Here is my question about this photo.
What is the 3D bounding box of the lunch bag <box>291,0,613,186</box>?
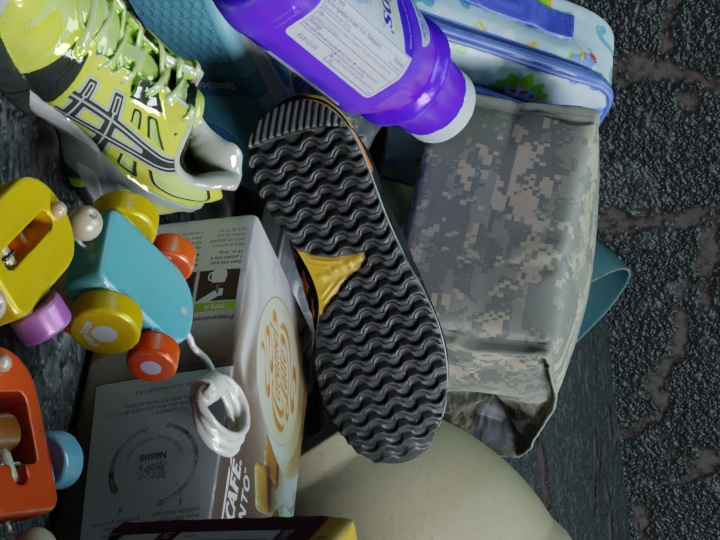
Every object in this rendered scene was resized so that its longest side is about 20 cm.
[{"bbox_3d":[0.054,-0.122,1.051,0.161,0.199,0.083,126,-24,-51],"label":"lunch bag"}]

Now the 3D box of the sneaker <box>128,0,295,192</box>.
[{"bbox_3d":[-0.055,-0.147,0.921,0.131,0.079,0.200,-61,149,-33],"label":"sneaker"}]

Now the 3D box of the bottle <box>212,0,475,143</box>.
[{"bbox_3d":[-0.004,-0.126,0.862,0.200,0.065,0.084,33,33,-52],"label":"bottle"}]

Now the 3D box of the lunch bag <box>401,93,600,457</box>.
[{"bbox_3d":[0.084,0.010,1.003,0.200,0.117,0.165,73,29,-64],"label":"lunch bag"}]

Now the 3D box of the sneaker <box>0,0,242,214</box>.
[{"bbox_3d":[-0.113,-0.095,0.745,0.200,0.076,0.076,59,32,-57],"label":"sneaker"}]

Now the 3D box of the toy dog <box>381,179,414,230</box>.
[{"bbox_3d":[0.052,0.047,1.159,0.195,0.139,0.200,80,27,-43],"label":"toy dog"}]

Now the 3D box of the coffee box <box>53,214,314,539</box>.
[{"bbox_3d":[-0.082,0.088,0.803,0.115,0.079,0.201,67,23,-49],"label":"coffee box"}]

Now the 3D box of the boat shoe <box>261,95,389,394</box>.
[{"bbox_3d":[-0.023,-0.004,1.009,0.070,0.071,0.202,-15,116,-67],"label":"boat shoe"}]

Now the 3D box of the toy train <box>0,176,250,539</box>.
[{"bbox_3d":[-0.125,0.038,0.663,0.200,0.055,0.151,-5,78,-65],"label":"toy train"}]

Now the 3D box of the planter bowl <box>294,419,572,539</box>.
[{"bbox_3d":[0.005,0.155,0.958,0.135,0.200,0.200,58,15,2],"label":"planter bowl"}]

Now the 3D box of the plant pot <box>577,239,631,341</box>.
[{"bbox_3d":[0.117,0.016,1.431,0.135,0.200,0.200,51,6,17],"label":"plant pot"}]

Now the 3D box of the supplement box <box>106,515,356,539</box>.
[{"bbox_3d":[-0.054,0.203,0.587,0.131,0.103,0.201,-30,115,-73],"label":"supplement box"}]

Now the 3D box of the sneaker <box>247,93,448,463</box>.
[{"bbox_3d":[0.000,0.000,0.869,0.090,0.070,0.201,-75,147,-75],"label":"sneaker"}]
